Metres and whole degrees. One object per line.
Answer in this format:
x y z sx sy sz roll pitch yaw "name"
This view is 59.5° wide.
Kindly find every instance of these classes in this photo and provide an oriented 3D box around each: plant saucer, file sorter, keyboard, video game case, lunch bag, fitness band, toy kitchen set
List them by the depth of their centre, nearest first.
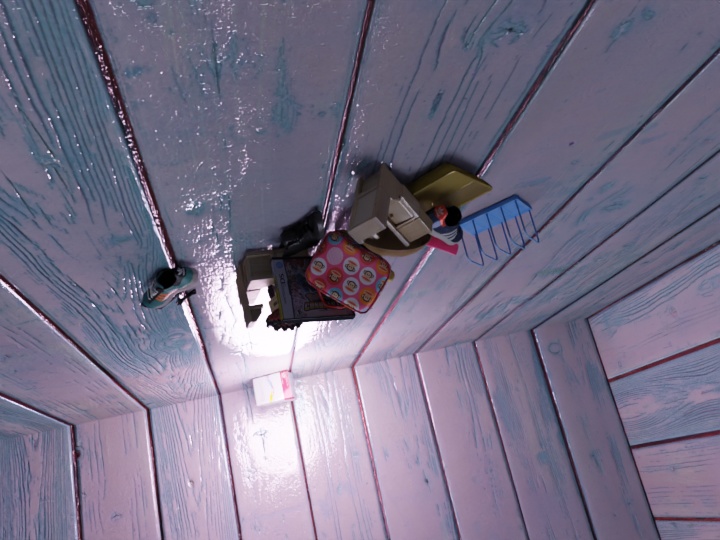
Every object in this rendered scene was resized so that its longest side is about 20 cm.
0.041 -0.086 1.428 0.161 0.183 0.200 -25 127 32 "toy kitchen set"
0.195 -0.197 1.542 0.198 0.050 0.198 -27 157 34 "plant saucer"
-0.035 0.015 1.583 0.178 0.198 0.082 -58 180 7 "lunch bag"
0.080 -0.083 1.585 0.195 0.201 0.036 -7 122 -18 "plant saucer"
-0.123 0.046 1.627 0.195 0.184 0.026 -2 149 -23 "video game case"
0.189 -0.078 1.719 0.141 0.038 0.199 19 -175 28 "fitness band"
-0.242 0.059 1.757 0.176 0.167 0.200 -6 161 -23 "toy kitchen set"
0.404 -0.109 1.836 0.197 0.126 0.138 -24 160 28 "file sorter"
-0.545 0.074 1.837 0.125 0.021 0.198 5 155 -45 "keyboard"

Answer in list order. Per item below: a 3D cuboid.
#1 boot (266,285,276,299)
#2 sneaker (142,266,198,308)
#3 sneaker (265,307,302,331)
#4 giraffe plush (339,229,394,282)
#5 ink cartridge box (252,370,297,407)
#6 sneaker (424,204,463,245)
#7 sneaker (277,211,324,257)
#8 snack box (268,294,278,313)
-0.238 0.057 1.952 0.095 0.076 0.200 -20 173 -12 "boot"
-0.526 0.039 1.677 0.197 0.073 0.079 -29 153 26 "sneaker"
-0.168 0.098 1.692 0.196 0.100 0.071 -20 148 17 "sneaker"
0.026 -0.033 1.692 0.169 0.166 0.199 -19 158 26 "giraffe plush"
-0.454 0.630 3.336 0.195 0.148 0.146 -15 163 2 "ink cartridge box"
0.232 -0.121 1.602 0.084 0.076 0.198 -31 160 26 "sneaker"
-0.154 -0.086 1.590 0.102 0.061 0.200 -12 165 -15 "sneaker"
-0.171 0.059 1.780 0.199 0.037 0.116 -40 -156 1 "snack box"
